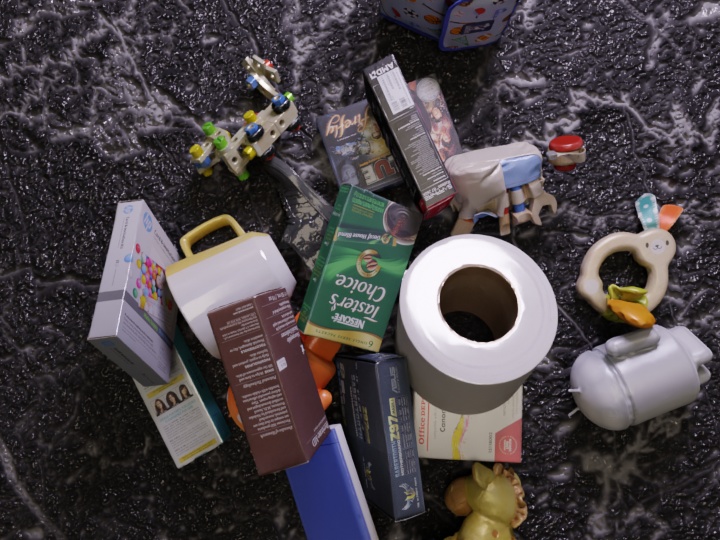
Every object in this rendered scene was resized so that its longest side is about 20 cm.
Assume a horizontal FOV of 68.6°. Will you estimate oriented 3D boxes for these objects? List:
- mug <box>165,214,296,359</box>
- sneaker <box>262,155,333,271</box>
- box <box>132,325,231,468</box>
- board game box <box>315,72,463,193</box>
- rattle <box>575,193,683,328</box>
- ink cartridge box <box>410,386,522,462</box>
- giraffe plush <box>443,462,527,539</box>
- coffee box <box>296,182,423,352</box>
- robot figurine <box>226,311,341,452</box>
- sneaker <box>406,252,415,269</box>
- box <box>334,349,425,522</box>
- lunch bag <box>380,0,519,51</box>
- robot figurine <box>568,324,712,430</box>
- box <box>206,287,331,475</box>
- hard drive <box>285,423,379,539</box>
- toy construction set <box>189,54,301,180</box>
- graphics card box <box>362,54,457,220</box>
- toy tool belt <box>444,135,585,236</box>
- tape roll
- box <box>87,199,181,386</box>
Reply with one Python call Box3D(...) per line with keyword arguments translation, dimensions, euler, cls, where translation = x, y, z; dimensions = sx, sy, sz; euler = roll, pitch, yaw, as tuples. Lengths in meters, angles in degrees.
Box3D(translation=(-0.186, 0.006, 0.766), dimensions=(0.151, 0.149, 0.189), euler=(-31, 93, -7), cls="mug")
Box3D(translation=(-0.096, -0.074, 0.801), dimensions=(0.199, 0.060, 0.105), euler=(41, 85, 0), cls="sneaker")
Box3D(translation=(-0.281, 0.186, 0.805), dimensions=(0.081, 0.049, 0.203), euler=(-28, 87, 0), cls="box")
Box3D(translation=(0.045, -0.200, 0.812), dimensions=(0.196, 0.035, 0.138), euler=(-20, 87, 2), cls="board game box")
Box3D(translation=(0.403, -0.024, 0.741), dimensions=(0.130, 0.143, 0.201), euler=(43, 96, 22), cls="rattle")
Box3D(translation=(0.132, 0.210, 0.775), dimensions=(0.195, 0.067, 0.120), euler=(1, 88, 3), cls="ink cartridge box")
Box3D(translation=(0.170, 0.357, 0.737), dimensions=(0.195, 0.173, 0.166), euler=(-1, 67, 12), cls="giraffe plush")
Box3D(translation=(0.000, 0.000, 0.711), dimensions=(0.121, 0.044, 0.204), euler=(18, 93, -26), cls="coffee box")
Box3D(translation=(-0.113, 0.159, 0.765), dimensions=(0.143, 0.117, 0.201), euler=(39, 90, -3), cls="robot figurine")
Box3D(translation=(0.029, 0.001, 0.787), dimensions=(0.096, 0.071, 0.205), euler=(17, 88, 5), cls="sneaker")
Box3D(translation=(0.021, 0.217, 0.734), dimensions=(0.050, 0.157, 0.205), euler=(-7, 88, -24), cls="box")
Box3D(translation=(0.127, -0.404, 0.749), dimensions=(0.197, 0.170, 0.126), euler=(25, 92, 3), cls="lunch bag")
Box3D(translation=(0.384, 0.151, 0.743), dimensions=(0.196, 0.114, 0.172), euler=(-21, 121, 1), cls="robot figurine")
Box3D(translation=(-0.109, 0.130, 0.653), dimensions=(0.073, 0.100, 0.204), euler=(-17, 91, 13), cls="box")
Box3D(translation=(-0.047, 0.332, 0.766), dimensions=(0.130, 0.025, 0.204), euler=(-22, 86, 39), cls="hard drive")
Box3D(translation=(-0.168, -0.223, 0.798), dimensions=(0.130, 0.092, 0.203), euler=(21, 80, 41), cls="toy construction set")
Box3D(translation=(0.066, -0.176, 0.730), dimensions=(0.050, 0.125, 0.203), euler=(-26, 87, 4), cls="graphics card box")
Box3D(translation=(0.224, -0.117, 0.774), dimensions=(0.195, 0.126, 0.125), euler=(-10, 119, 5), cls="toy tool belt")
Box3D(translation=(0.146, 0.074, 0.708), dimensions=(0.197, 0.140, 0.207), euler=(0, 62, 0), cls="tape roll")
Box3D(translation=(-0.297, 0.033, 0.722), dimensions=(0.040, 0.157, 0.204), euler=(-6, 57, 1), cls="box")
